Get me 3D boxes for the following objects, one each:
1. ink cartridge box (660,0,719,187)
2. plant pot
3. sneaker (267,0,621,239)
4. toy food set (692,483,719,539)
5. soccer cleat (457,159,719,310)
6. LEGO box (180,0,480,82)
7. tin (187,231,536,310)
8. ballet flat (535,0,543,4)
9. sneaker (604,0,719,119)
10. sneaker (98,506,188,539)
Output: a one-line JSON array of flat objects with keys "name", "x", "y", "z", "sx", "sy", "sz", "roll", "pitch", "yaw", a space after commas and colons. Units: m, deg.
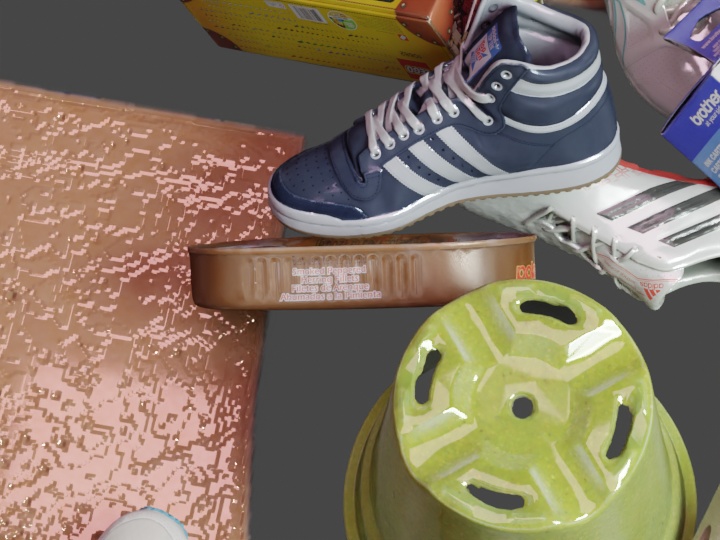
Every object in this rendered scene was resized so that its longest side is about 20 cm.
[{"name": "ink cartridge box", "x": 0.265, "y": -0.087, "z": 1.298, "sx": 0.200, "sy": 0.076, "sz": 0.136, "roll": 44, "pitch": 58, "yaw": 4}, {"name": "plant pot", "x": 0.084, "y": 0.096, "z": 1.215, "sx": 0.198, "sy": 0.184, "sz": 0.202, "roll": -1, "pitch": 68, "yaw": 3}, {"name": "sneaker", "x": 0.041, "y": -0.086, "z": 1.252, "sx": 0.198, "sy": 0.109, "sz": 0.070, "roll": -11, "pitch": 48, "yaw": 0}, {"name": "toy food set", "x": 0.259, "y": 0.200, "z": 1.221, "sx": 0.199, "sy": 0.060, "sz": 0.144, "roll": 27, "pitch": 96, "yaw": 9}, {"name": "soccer cleat", "x": 0.149, "y": -0.022, "z": 1.318, "sx": 0.198, "sy": 0.069, "sz": 0.086, "roll": 8, "pitch": 67, "yaw": -2}, {"name": "LEGO box", "x": 0.006, "y": -0.198, "z": 1.352, "sx": 0.199, "sy": 0.077, "sz": 0.150, "roll": 14, "pitch": 68, "yaw": 35}, {"name": "tin", "x": 0.000, "y": 0.000, "z": 1.284, "sx": 0.198, "sy": 0.112, "sz": 0.042, "roll": -1, "pitch": 89, "yaw": 18}, {"name": "ballet flat", "x": 0.071, "y": -0.114, "z": 1.363, "sx": 0.064, "sy": 0.075, "sz": 0.201, "roll": 28, "pitch": 75, "yaw": -22}, {"name": "sneaker", "x": 0.174, "y": -0.171, "z": 1.371, "sx": 0.070, "sy": 0.080, "sz": 0.201, "roll": -25, "pitch": 71, "yaw": -9}, {"name": "sneaker", "x": -0.143, "y": 0.218, "z": 1.236, "sx": 0.076, "sy": 0.081, "sz": 0.201, "roll": 18, "pitch": 70, "yaw": 11}]
